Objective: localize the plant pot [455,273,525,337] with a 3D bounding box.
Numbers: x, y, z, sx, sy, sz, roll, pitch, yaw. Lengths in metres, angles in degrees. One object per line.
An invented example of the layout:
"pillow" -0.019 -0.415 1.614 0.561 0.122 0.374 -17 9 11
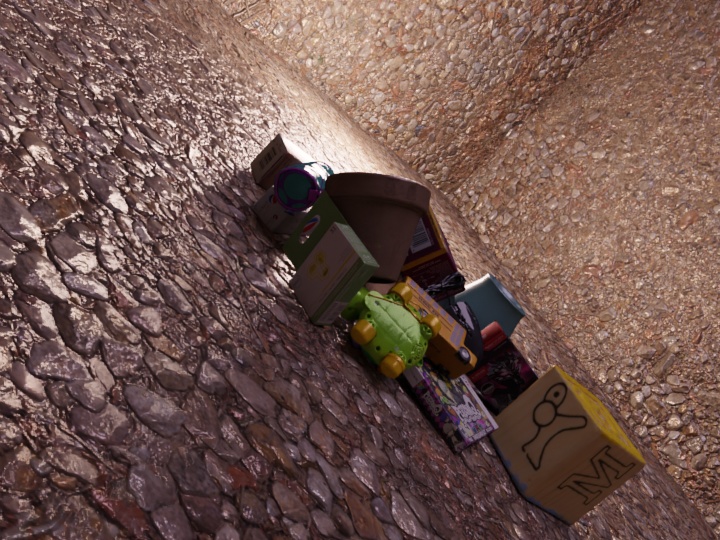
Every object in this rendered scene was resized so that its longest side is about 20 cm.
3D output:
"plant pot" 0.286 0.115 1.793 0.200 0.188 0.200 43 13 -12

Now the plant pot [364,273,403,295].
"plant pot" 0.000 0.000 1.428 0.199 0.028 0.201 15 49 -18

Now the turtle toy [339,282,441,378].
"turtle toy" 0.036 0.096 1.298 0.200 0.101 0.146 47 59 3

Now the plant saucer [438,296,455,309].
"plant saucer" 0.154 0.059 1.688 0.036 0.201 0.201 -8 41 -20

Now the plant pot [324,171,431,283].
"plant pot" 0.023 -0.070 1.348 0.198 0.176 0.200 7 -8 1

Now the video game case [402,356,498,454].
"video game case" 0.170 0.242 1.395 0.182 0.036 0.200 56 20 18

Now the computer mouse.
"computer mouse" 0.175 0.113 1.450 0.046 0.139 0.202 -2 -78 65

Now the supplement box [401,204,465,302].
"supplement box" 0.133 -0.034 1.530 0.200 0.103 0.132 53 16 -56

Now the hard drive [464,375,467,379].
"hard drive" 0.141 0.172 1.568 0.200 0.026 0.132 29 22 -49

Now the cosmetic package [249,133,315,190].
"cosmetic package" -0.135 -0.198 1.649 0.199 0.103 0.088 31 22 -39

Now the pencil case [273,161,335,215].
"pencil case" -0.102 -0.162 1.421 0.092 0.086 0.200 30 15 2

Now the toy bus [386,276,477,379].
"toy bus" 0.131 0.109 1.381 0.200 0.065 0.078 43 38 -11

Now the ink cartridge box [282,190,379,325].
"ink cartridge box" -0.069 -0.027 1.269 0.048 0.146 0.200 11 36 -50

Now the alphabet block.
"alphabet block" 0.406 0.349 1.485 0.196 0.200 0.196 35 18 -36

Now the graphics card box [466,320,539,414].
"graphics card box" 0.306 0.222 1.644 0.200 0.125 0.051 50 7 -27

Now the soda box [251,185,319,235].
"soda box" -0.136 -0.118 1.501 0.068 0.064 0.200 49 15 13
